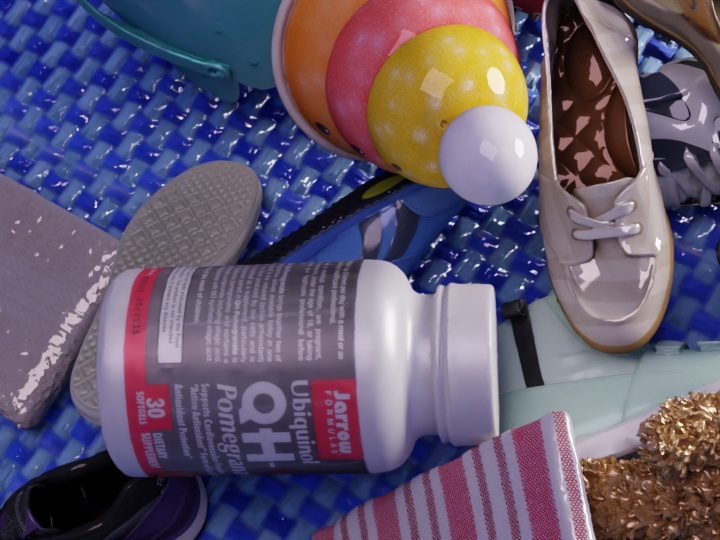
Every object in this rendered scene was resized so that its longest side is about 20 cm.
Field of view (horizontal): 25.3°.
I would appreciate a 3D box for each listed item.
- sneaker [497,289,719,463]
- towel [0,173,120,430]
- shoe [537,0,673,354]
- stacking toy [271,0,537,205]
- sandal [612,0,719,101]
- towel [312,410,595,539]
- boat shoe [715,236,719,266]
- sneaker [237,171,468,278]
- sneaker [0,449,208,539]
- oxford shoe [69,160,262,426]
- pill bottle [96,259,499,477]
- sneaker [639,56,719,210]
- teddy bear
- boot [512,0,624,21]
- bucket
[{"bbox_3d":[0.160,0.041,0.858,0.199,0.074,0.119,-19,60,6],"label":"sneaker"},{"bbox_3d":[-0.244,0.005,1.019,0.199,0.034,0.133,28,79,24],"label":"towel"},{"bbox_3d":[0.120,-0.056,0.841,0.069,0.053,0.202,-12,68,22],"label":"shoe"},{"bbox_3d":[0.040,-0.092,0.849,0.146,0.147,0.200,-31,31,2],"label":"stacking toy"},{"bbox_3d":[0.193,-0.144,0.848,0.080,0.054,0.201,-19,58,-23],"label":"sandal"},{"bbox_3d":[0.049,0.171,0.804,0.200,0.030,0.147,-33,55,40],"label":"towel"},{"bbox_3d":[0.284,0.000,0.834,0.198,0.060,0.074,0,107,-2],"label":"boat shoe"},{"bbox_3d":[0.000,0.000,0.940,0.199,0.066,0.079,-34,103,-13],"label":"sneaker"},{"bbox_3d":[-0.191,0.150,0.907,0.199,0.088,0.076,-29,62,3],"label":"sneaker"},{"bbox_3d":[-0.114,0.016,0.964,0.075,0.058,0.201,10,56,19],"label":"oxford shoe"},{"bbox_3d":[-0.028,0.051,0.833,0.198,0.111,0.112,-2,66,7],"label":"pill bottle"},{"bbox_3d":[0.210,-0.055,0.880,0.198,0.080,0.130,-32,53,-10],"label":"sneaker"},{"bbox_3d":[0.185,0.109,0.783,0.199,0.146,0.067,-15,31,11],"label":"teddy bear"},{"bbox_3d":[0.079,-0.168,0.977,0.199,0.144,0.073,-25,36,47],"label":"boot"},{"bbox_3d":[-0.087,-0.222,0.970,0.207,0.135,0.208,-30,42,31],"label":"bucket"}]
